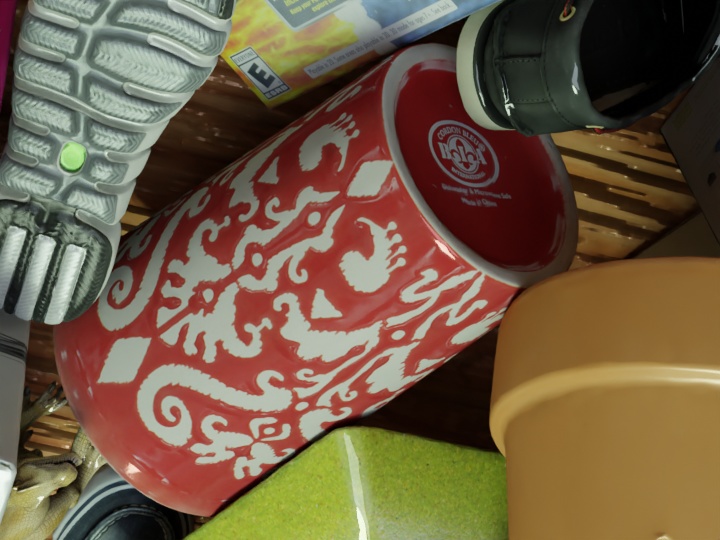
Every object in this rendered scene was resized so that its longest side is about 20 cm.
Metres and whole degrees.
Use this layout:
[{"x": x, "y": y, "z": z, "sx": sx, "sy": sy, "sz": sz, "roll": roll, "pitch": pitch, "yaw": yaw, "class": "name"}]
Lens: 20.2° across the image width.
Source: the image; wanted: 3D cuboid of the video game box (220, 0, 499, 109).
[{"x": -0.028, "y": -0.163, "z": 0.762, "sx": 0.182, "sy": 0.047, "sz": 0.199, "roll": 49, "pitch": 144, "yaw": -17, "class": "video game box"}]

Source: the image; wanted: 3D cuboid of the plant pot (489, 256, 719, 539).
[{"x": 0.136, "y": 0.101, "z": 0.742, "sx": 0.198, "sy": 0.141, "sz": 0.200, "roll": 11, "pitch": 158, "yaw": 5, "class": "plant pot"}]

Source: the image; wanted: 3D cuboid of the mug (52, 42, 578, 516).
[{"x": -0.008, "y": -0.008, "z": 0.850, "sx": 0.200, "sy": 0.178, "sz": 0.134, "roll": -34, "pitch": 96, "yaw": 39, "class": "mug"}]

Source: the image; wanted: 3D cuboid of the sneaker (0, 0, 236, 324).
[{"x": -0.105, "y": -0.086, "z": 0.826, "sx": 0.075, "sy": 0.116, "sz": 0.201, "roll": 23, "pitch": 117, "yaw": -12, "class": "sneaker"}]

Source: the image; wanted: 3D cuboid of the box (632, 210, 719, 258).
[{"x": 0.217, "y": 0.070, "z": 0.931, "sx": 0.109, "sy": 0.128, "sz": 0.200, "roll": -36, "pitch": 114, "yaw": 15, "class": "box"}]

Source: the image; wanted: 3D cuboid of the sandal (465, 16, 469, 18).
[{"x": 0.021, "y": -0.162, "z": 0.803, "sx": 0.200, "sy": 0.043, "sz": 0.076, "roll": 38, "pitch": 109, "yaw": -21, "class": "sandal"}]

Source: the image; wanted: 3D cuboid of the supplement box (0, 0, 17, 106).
[{"x": -0.195, "y": -0.055, "z": 0.788, "sx": 0.103, "sy": 0.200, "sz": 0.102, "roll": 13, "pitch": 116, "yaw": -11, "class": "supplement box"}]

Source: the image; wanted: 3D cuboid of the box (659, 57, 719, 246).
[{"x": 0.194, "y": -0.065, "z": 0.818, "sx": 0.036, "sy": 0.200, "sz": 0.145, "roll": 27, "pitch": 113, "yaw": -17, "class": "box"}]

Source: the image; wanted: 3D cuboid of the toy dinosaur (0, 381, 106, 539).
[{"x": -0.155, "y": 0.108, "z": 0.912, "sx": 0.058, "sy": 0.102, "sz": 0.200, "roll": 25, "pitch": 143, "yaw": 1, "class": "toy dinosaur"}]

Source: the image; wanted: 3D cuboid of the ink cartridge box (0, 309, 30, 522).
[{"x": -0.197, "y": 0.078, "z": 0.857, "sx": 0.083, "sy": 0.200, "sz": 0.147, "roll": 15, "pitch": 116, "yaw": -14, "class": "ink cartridge box"}]

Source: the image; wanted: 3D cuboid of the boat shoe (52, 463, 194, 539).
[{"x": -0.133, "y": 0.193, "z": 0.986, "sx": 0.070, "sy": 0.091, "sz": 0.201, "roll": 19, "pitch": 114, "yaw": -14, "class": "boat shoe"}]

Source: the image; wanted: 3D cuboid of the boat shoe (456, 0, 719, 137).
[{"x": 0.125, "y": -0.105, "z": 0.810, "sx": 0.201, "sy": 0.063, "sz": 0.074, "roll": -30, "pitch": 114, "yaw": -40, "class": "boat shoe"}]

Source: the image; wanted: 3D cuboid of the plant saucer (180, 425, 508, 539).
[{"x": 0.007, "y": 0.149, "z": 0.923, "sx": 0.199, "sy": 0.048, "sz": 0.199, "roll": 14, "pitch": 140, "yaw": -41, "class": "plant saucer"}]
